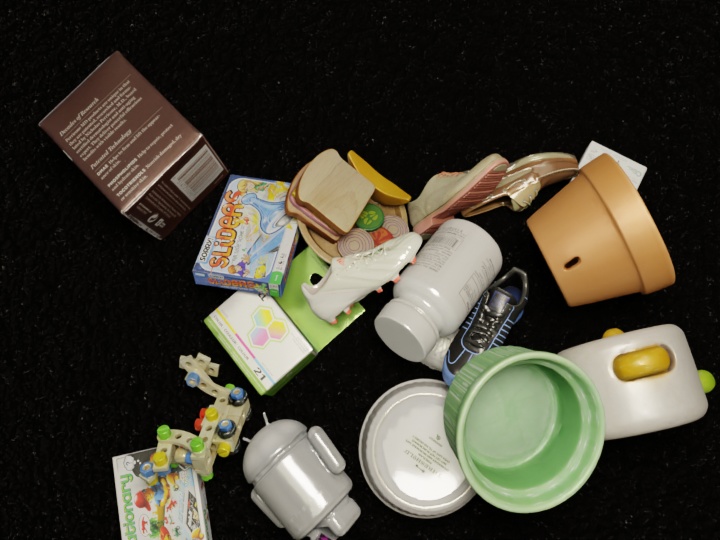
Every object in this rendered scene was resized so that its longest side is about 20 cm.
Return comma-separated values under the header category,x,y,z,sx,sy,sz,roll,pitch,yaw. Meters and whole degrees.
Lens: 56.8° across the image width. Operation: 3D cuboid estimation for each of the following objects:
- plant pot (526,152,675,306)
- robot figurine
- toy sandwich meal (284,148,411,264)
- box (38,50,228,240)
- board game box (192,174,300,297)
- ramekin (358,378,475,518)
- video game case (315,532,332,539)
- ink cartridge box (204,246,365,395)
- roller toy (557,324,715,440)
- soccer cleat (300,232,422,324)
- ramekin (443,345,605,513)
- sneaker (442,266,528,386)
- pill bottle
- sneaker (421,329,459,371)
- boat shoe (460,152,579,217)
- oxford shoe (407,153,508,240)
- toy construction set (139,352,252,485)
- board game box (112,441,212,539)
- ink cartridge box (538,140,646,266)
category,x,y,z,sx,sy,sz,roll,pitch,yaw
plant pot,0.324,-0.042,0.933,0.139,0.200,0.203,-27,78,13
robot figurine,-0.090,0.298,0.955,0.200,0.113,0.170,46,110,11
toy sandwich meal,-0.012,-0.097,1.024,0.202,0.070,0.208,7,67,-16
box,-0.344,-0.187,1.041,0.200,0.166,0.164,43,84,11
board game box,-0.163,-0.058,1.030,0.133,0.035,0.202,8,53,4
ramekin,0.094,0.257,0.963,0.199,0.094,0.206,-1,78,3
video game case,-0.016,0.481,0.906,0.198,0.036,0.183,31,108,3
ink cartridge box,-0.114,0.069,1.022,0.200,0.076,0.148,-41,79,-4
roller toy,0.367,0.150,0.923,0.181,0.198,0.142,-26,72,43
soccer cleat,0.000,0.000,0.965,0.199,0.069,0.078,-37,104,18
ramekin,0.202,0.195,0.861,0.196,0.098,0.204,-1,96,-11
sneaker,0.178,0.076,0.941,0.069,0.079,0.200,25,54,23
pill bottle,0.112,0.030,0.970,0.114,0.115,0.200,37,62,9
sneaker,0.153,0.128,0.994,0.198,0.081,0.077,28,83,10
boat shoe,0.243,-0.128,1.045,0.197,0.076,0.075,-12,74,10
oxford shoe,0.136,-0.123,1.003,0.199,0.070,0.075,-38,67,40
toy construction set,-0.235,0.219,0.977,0.129,0.093,0.202,-1,49,9
board game box,-0.292,0.366,0.992,0.124,0.035,0.203,-13,78,0
ink cartridge box,0.361,-0.094,1.049,0.099,0.039,0.202,29,80,8
